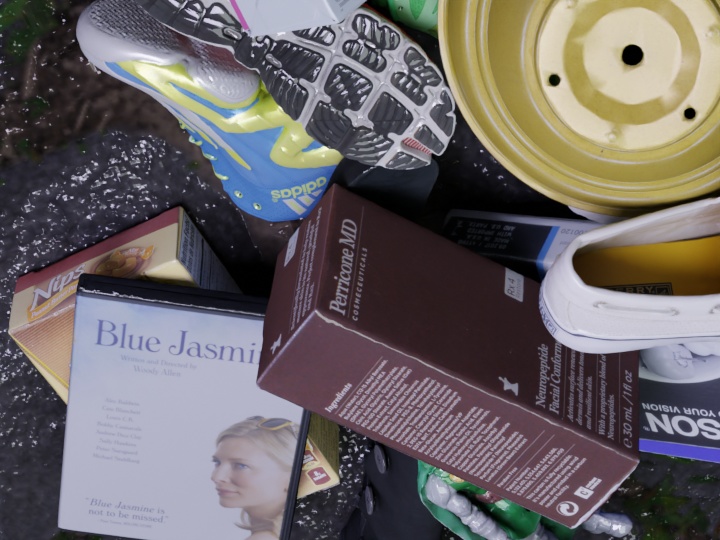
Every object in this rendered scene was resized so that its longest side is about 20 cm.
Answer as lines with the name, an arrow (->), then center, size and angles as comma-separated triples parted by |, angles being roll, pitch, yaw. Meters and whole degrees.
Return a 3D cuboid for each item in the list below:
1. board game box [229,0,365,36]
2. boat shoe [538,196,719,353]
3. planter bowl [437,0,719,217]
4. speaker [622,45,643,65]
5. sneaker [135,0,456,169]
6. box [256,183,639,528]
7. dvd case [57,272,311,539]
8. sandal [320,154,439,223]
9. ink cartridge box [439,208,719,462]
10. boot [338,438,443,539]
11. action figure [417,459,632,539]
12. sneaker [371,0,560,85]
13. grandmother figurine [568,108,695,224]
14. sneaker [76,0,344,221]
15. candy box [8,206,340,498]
board game box -> -0.004, -0.219, 1.004 | 0.064, 0.200, 0.148 | -4, 120, 47
boat shoe -> 0.188, -0.007, 1.098 | 0.198, 0.071, 0.070 | -6, 156, -7
planter bowl -> 0.131, -0.111, 1.062 | 0.199, 0.084, 0.202 | 2, 108, 7
speaker -> 0.198, -0.033, 1.255 | 0.081, 0.081, 0.200 | -27, 124, 17
sneaker -> -0.028, -0.134, 1.150 | 0.200, 0.085, 0.077 | 37, 117, -10
box -> 0.050, 0.046, 1.183 | 0.199, 0.101, 0.075 | 24, 132, -16
dvd case -> -0.100, 0.089, 1.293 | 0.142, 0.018, 0.201 | 8, 130, -3
sandal -> -0.001, 0.000, 1.248 | 0.075, 0.048, 0.201 | -14, 152, -19
ink cartridge box -> 0.158, 0.055, 1.282 | 0.197, 0.044, 0.201 | 6, 138, 32
boot -> 0.043, 0.146, 1.336 | 0.065, 0.165, 0.201 | -7, 131, -27
action figure -> 0.087, 0.126, 1.278 | 0.200, 0.054, 0.119 | 37, 74, -46
sneaker -> 0.049, -0.152, 1.160 | 0.083, 0.074, 0.201 | -27, 115, 14
grandmother figurine -> 0.193, -0.079, 1.137 | 0.199, 0.061, 0.122 | -27, 99, 18
sneaker -> -0.070, -0.077, 1.206 | 0.199, 0.076, 0.105 | 17, 125, -17
candy box -> -0.107, 0.067, 1.326 | 0.115, 0.055, 0.200 | -23, 127, 16
